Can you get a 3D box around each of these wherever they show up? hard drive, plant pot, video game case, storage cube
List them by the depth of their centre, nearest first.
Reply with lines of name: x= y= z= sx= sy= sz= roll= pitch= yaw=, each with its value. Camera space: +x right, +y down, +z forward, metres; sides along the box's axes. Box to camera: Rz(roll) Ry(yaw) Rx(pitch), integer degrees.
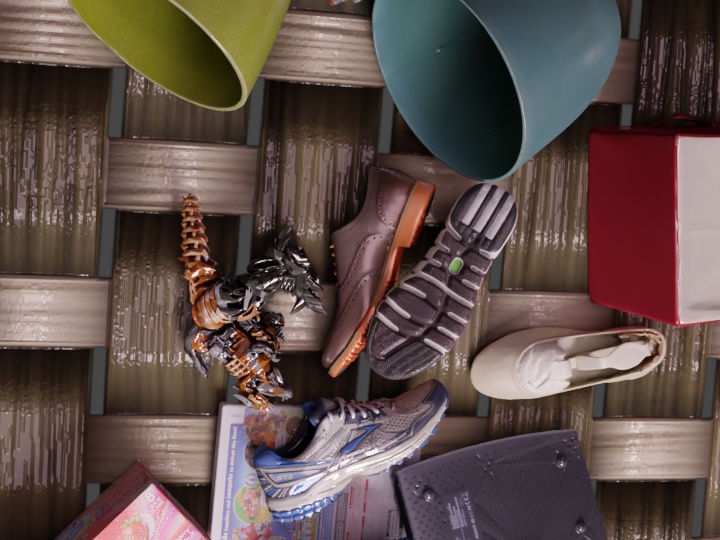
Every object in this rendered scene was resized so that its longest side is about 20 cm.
plant pot: x=-0.122 y=-0.272 z=1.298 sx=0.187 sy=0.187 sz=0.201 roll=39 pitch=71 yaw=-17
plant pot: x=0.135 y=-0.204 z=1.368 sx=0.161 sy=0.200 sz=0.201 roll=-32 pitch=105 yaw=-24
video game case: x=-0.041 y=0.199 z=1.449 sx=0.199 sy=0.018 sz=0.144 roll=4 pitch=96 yaw=-18
storage cube: x=0.330 y=-0.047 z=1.450 sx=0.170 sy=0.180 sz=0.201 roll=-3 pitch=97 yaw=-17
hard drive: x=0.132 y=0.233 z=1.466 sx=0.199 sy=0.042 sz=0.136 roll=-10 pitch=77 yaw=-24

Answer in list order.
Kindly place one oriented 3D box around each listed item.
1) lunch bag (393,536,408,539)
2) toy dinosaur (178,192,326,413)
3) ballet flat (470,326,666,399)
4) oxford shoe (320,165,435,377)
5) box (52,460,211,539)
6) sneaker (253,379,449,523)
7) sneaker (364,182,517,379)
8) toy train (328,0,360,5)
lunch bag: x=-0.041 y=0.345 z=1.415 sx=0.199 sy=0.094 sz=0.152 roll=-11 pitch=98 yaw=18
toy dinosaur: x=-0.105 y=0.029 z=1.375 sx=0.135 sy=0.102 sz=0.201 roll=-25 pitch=126 yaw=4
ballet flat: x=0.207 y=0.087 z=1.487 sx=0.199 sy=0.069 sz=0.070 roll=-9 pitch=99 yaw=-16
oxford shoe: x=0.000 y=0.000 z=1.422 sx=0.073 sy=0.071 sz=0.201 roll=24 pitch=89 yaw=6
box: x=-0.233 y=0.279 z=1.359 sx=0.200 sy=0.095 sz=0.103 roll=-44 pitch=107 yaw=-8
sneaker: x=-0.010 y=0.148 z=1.405 sx=0.199 sy=0.077 sz=0.086 roll=-32 pitch=100 yaw=-12
sneaker: x=0.079 y=0.014 z=1.416 sx=0.076 sy=0.116 sz=0.200 roll=36 pitch=91 yaw=4
toy train: x=0.032 y=-0.305 z=1.360 sx=0.199 sy=0.114 sz=0.086 roll=-33 pitch=104 yaw=-11
